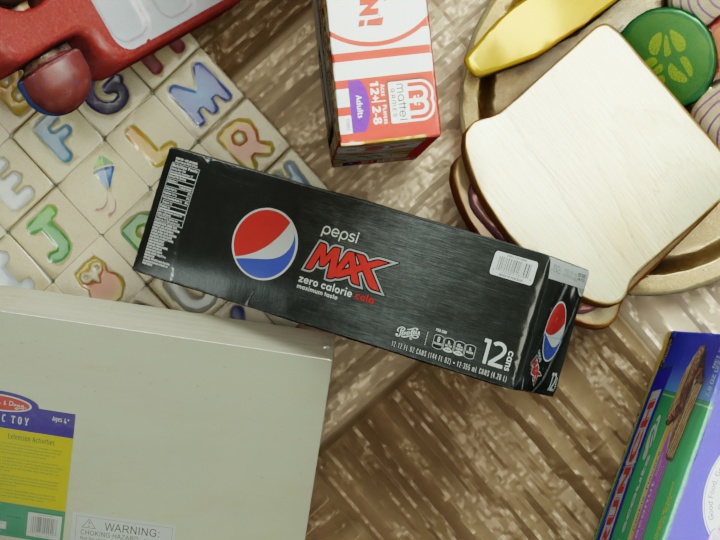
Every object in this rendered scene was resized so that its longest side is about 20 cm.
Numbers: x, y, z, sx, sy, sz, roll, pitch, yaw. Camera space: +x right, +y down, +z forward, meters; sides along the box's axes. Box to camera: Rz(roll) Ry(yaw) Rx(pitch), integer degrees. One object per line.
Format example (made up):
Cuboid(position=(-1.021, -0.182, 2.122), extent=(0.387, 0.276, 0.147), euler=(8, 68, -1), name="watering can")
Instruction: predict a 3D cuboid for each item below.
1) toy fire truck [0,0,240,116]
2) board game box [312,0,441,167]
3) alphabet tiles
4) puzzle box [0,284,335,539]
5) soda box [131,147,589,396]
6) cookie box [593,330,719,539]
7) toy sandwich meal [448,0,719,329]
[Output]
Cuboid(position=(-0.149, -0.162, 1.089), extent=(0.112, 0.200, 0.169), euler=(-28, 97, 40), name="toy fire truck")
Cuboid(position=(0.001, -0.128, 1.081), extent=(0.046, 0.200, 0.153), euler=(-6, 91, -2), name="board game box")
Cuboid(position=(-0.116, -0.029, 1.174), extent=(0.166, 0.006, 0.200), euler=(-43, 91, -1), name="alphabet tiles")
Cuboid(position=(-0.117, 0.076, 1.134), extent=(0.198, 0.025, 0.134), euler=(9, 121, -2), name="puzzle box")
Cuboid(position=(0.000, 0.000, 1.106), extent=(0.199, 0.071, 0.064), euler=(17, 91, 22), name="soda box")
Cuboid(position=(0.159, 0.117, 1.084), extent=(0.075, 0.200, 0.172), euler=(19, 89, 0), name="cookie box")
Cuboid(position=(0.134, -0.077, 1.148), extent=(0.203, 0.070, 0.207), euler=(0, 90, -1), name="toy sandwich meal")
